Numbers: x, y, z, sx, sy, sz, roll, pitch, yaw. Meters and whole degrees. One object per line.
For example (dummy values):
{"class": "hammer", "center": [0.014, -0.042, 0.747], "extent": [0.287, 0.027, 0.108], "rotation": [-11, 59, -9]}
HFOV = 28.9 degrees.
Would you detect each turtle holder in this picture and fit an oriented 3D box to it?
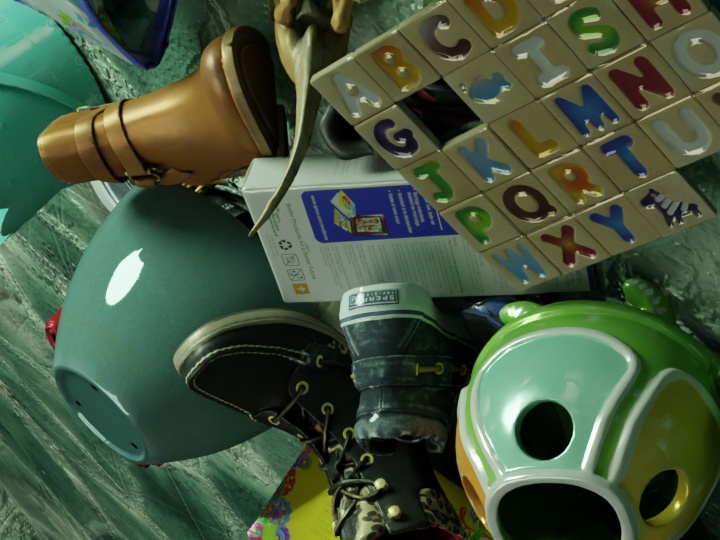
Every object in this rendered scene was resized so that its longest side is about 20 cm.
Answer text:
{"class": "turtle holder", "center": [0.139, 0.099, 0.753], "extent": [0.183, 0.132, 0.142], "rotation": [16, 126, 12]}

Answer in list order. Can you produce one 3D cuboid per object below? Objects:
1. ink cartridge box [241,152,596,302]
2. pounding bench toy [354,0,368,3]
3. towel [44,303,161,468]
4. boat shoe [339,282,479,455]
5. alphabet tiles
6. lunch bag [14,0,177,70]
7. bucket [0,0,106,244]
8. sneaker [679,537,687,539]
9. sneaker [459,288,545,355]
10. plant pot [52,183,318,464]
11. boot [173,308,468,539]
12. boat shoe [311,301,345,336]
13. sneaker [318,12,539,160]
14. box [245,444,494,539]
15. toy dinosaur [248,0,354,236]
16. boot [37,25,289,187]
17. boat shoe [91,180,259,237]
{"class": "ink cartridge box", "center": [0.036, -0.027, 0.820], "extent": [0.197, 0.037, 0.095], "rotation": [-1, 134, 19]}
{"class": "pounding bench toy", "center": [-0.034, -0.189, 0.564], "extent": [0.155, 0.200, 0.125], "rotation": [32, 151, 31]}
{"class": "towel", "center": [-0.158, 0.044, 1.120], "extent": [0.022, 0.200, 0.145], "rotation": [-20, 112, 37]}
{"class": "boat shoe", "center": [0.033, 0.073, 0.873], "extent": [0.070, 0.092, 0.200], "rotation": [-6, 166, 18]}
{"class": "alphabet tiles", "center": [0.094, -0.070, 0.659], "extent": [0.167, 0.008, 0.199], "rotation": [43, 140, -21]}
{"class": "lunch bag", "center": [-0.189, -0.235, 0.843], "extent": [0.169, 0.127, 0.202], "rotation": [32, 141, 31]}
{"class": "bucket", "center": [-0.316, -0.135, 1.183], "extent": [0.207, 0.135, 0.208], "rotation": [38, 154, 22]}
{"class": "sneaker", "center": [0.193, 0.194, 0.848], "extent": [0.085, 0.081, 0.199], "rotation": [20, -173, 23]}
{"class": "sneaker", "center": [0.114, 0.096, 0.880], "extent": [0.075, 0.078, 0.201], "rotation": [6, 132, 55]}
{"class": "plant pot", "center": [-0.137, 0.057, 0.987], "extent": [0.199, 0.135, 0.201], "rotation": [32, 150, 21]}
{"class": "boot", "center": [-0.019, 0.112, 0.884], "extent": [0.199, 0.073, 0.152], "rotation": [22, -145, -43]}
{"class": "boat shoe", "center": [0.003, 0.001, 0.948], "extent": [0.071, 0.061, 0.203], "rotation": [10, 147, 7]}
{"class": "sneaker", "center": [0.039, -0.094, 0.722], "extent": [0.077, 0.084, 0.200], "rotation": [50, 156, -7]}
{"class": "box", "center": [0.056, 0.219, 1.028], "extent": [0.199, 0.123, 0.193], "rotation": [32, 174, 30]}
{"class": "toy dinosaur", "center": [-0.026, -0.119, 0.765], "extent": [0.060, 0.201, 0.107], "rotation": [6, 128, -6]}
{"class": "boot", "center": [-0.127, -0.096, 0.873], "extent": [0.200, 0.153, 0.078], "rotation": [82, -176, -87]}
{"class": "boat shoe", "center": [-0.123, -0.049, 1.066], "extent": [0.200, 0.071, 0.091], "rotation": [44, 150, 0]}
